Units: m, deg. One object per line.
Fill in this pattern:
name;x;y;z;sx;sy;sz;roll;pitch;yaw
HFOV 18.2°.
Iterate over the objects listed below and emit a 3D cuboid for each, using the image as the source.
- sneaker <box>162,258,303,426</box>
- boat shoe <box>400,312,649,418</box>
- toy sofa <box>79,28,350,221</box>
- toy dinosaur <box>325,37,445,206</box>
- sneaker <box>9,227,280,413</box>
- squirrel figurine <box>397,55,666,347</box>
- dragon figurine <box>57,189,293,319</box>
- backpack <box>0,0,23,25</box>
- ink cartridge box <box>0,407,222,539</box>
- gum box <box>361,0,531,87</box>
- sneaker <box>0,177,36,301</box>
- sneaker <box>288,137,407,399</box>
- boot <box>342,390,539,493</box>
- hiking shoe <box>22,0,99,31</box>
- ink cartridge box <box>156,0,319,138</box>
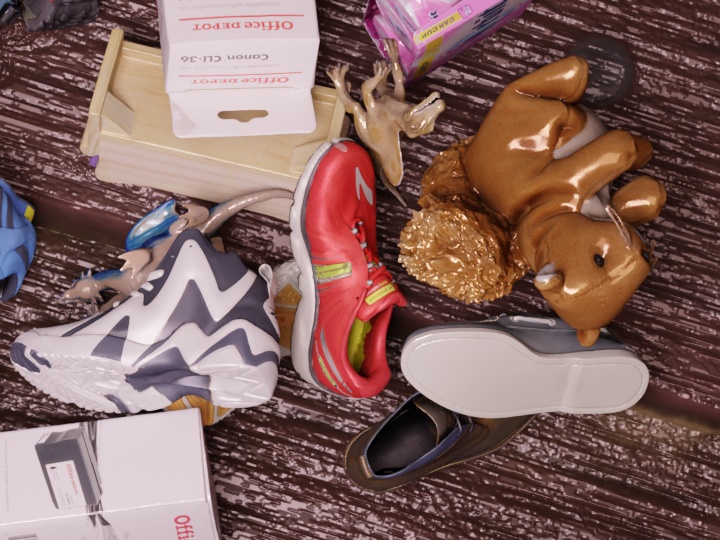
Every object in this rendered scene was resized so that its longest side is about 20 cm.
sneaker;-0.086;0.036;1.723;0.200;0.088;0.076;-34;122;-24
boat shoe;0.118;0.066;1.691;0.199;0.062;0.073;6;119;-19
toy sofa;-0.111;-0.110;1.734;0.199;0.098;0.083;13;62;-1
toy dinosaur;0.014;-0.108;1.674;0.058;0.200;0.102;-14;77;-12
sneaker;-0.150;0.029;1.639;0.198;0.080;0.130;-3;53;17
squirrel figurine;0.131;-0.030;1.676;0.199;0.142;0.187;-19;54;14
dragon figurine;-0.146;-0.016;1.724;0.200;0.099;0.059;-39;103;-12
backpack;-0.347;-0.208;1.625;0.134;0.200;0.183;40;75;7
ink cartridge box;-0.206;0.182;1.669;0.199;0.145;0.085;-7;57;-2
gum box;0.069;-0.206;1.674;0.113;0.200;0.066;-32;88;-4
sneaker;-0.287;-0.024;1.657;0.066;0.200;0.079;0;78;10
sneaker;0.000;0.000;1.668;0.077;0.085;0.201;-18;115;-40
boot;0.078;0.112;1.711;0.199;0.097;0.075;-32;87;-3
hiking shoe;-0.212;-0.250;1.678;0.075;0.200;0.101;-15;84;-36
ink cartridge box;-0.094;-0.201;1.691;0.116;0.068;0.201;-4;61;-9
